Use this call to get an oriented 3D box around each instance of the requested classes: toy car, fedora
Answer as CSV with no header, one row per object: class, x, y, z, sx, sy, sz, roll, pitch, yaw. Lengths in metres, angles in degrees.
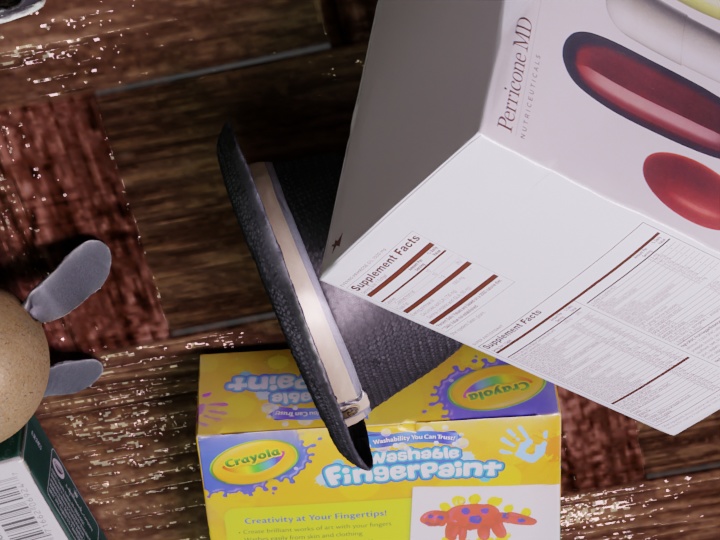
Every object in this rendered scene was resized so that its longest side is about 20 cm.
toy car,-0.228,0.041,1.185,0.200,0.158,0.165,-15,137,-27
fedora,0.000,0.000,1.111,0.091,0.201,0.201,-22,127,-1

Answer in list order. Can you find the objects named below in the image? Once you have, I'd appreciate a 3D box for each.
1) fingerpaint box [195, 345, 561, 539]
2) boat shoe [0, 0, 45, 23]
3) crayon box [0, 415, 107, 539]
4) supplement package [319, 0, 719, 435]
fingerpaint box,0.013,0.124,1.268,0.199,0.073,0.167,-4,129,1
boat shoe,-0.172,-0.153,1.053,0.199,0.060,0.074,-11,127,6
crayon box,-0.262,0.162,1.302,0.199,0.052,0.126,-16,127,10
supplement package,0.115,-0.064,1.027,0.200,0.192,0.147,24,146,-19
